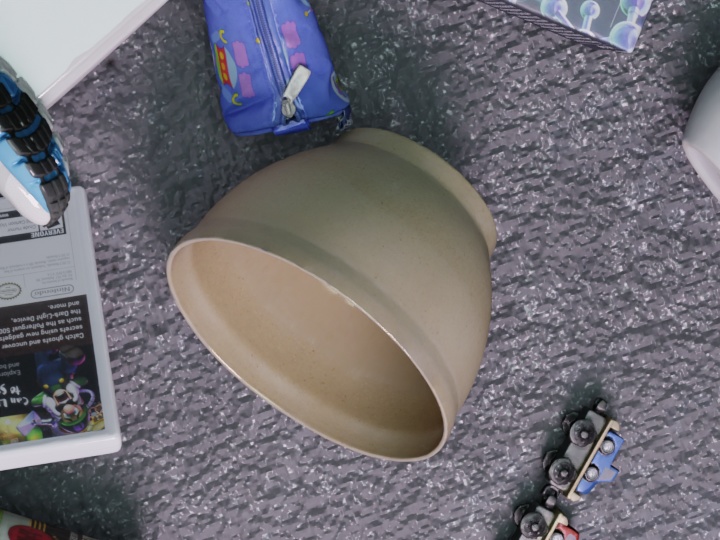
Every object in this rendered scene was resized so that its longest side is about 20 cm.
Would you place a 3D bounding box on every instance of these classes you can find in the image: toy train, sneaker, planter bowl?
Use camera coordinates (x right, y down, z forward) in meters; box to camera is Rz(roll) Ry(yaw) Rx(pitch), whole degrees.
[{"bbox_3d":[0.116,0.175,1.815,0.046,0.034,0.201,27,93,-11],"label":"toy train"},{"bbox_3d":[-0.241,-0.094,1.542,0.087,0.075,0.200,-39,96,16],"label":"sneaker"},{"bbox_3d":[0.000,0.000,1.720,0.200,0.200,0.135,39,64,-8],"label":"planter bowl"}]

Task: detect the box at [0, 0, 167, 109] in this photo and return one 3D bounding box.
[{"bbox_3d":[-0.224,-0.174,1.659,0.199,0.200,0.172,-41,97,0],"label":"box"}]

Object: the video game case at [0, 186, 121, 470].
[{"bbox_3d":[-0.254,0.042,1.718,0.198,0.023,0.183,-8,59,-5],"label":"video game case"}]

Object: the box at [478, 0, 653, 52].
[{"bbox_3d":[0.095,-0.238,1.731,0.199,0.107,0.149,21,93,-8],"label":"box"}]

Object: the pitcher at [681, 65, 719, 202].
[{"bbox_3d":[0.311,-0.101,1.740,0.200,0.172,0.121,-40,132,-2],"label":"pitcher"}]

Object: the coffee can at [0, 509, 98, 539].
[{"bbox_3d":[-0.230,0.218,1.728,0.199,0.146,0.147,18,94,-7],"label":"coffee can"}]

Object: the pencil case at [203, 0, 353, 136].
[{"bbox_3d":[-0.063,-0.175,1.715,0.077,0.087,0.201,-15,109,-5],"label":"pencil case"}]
